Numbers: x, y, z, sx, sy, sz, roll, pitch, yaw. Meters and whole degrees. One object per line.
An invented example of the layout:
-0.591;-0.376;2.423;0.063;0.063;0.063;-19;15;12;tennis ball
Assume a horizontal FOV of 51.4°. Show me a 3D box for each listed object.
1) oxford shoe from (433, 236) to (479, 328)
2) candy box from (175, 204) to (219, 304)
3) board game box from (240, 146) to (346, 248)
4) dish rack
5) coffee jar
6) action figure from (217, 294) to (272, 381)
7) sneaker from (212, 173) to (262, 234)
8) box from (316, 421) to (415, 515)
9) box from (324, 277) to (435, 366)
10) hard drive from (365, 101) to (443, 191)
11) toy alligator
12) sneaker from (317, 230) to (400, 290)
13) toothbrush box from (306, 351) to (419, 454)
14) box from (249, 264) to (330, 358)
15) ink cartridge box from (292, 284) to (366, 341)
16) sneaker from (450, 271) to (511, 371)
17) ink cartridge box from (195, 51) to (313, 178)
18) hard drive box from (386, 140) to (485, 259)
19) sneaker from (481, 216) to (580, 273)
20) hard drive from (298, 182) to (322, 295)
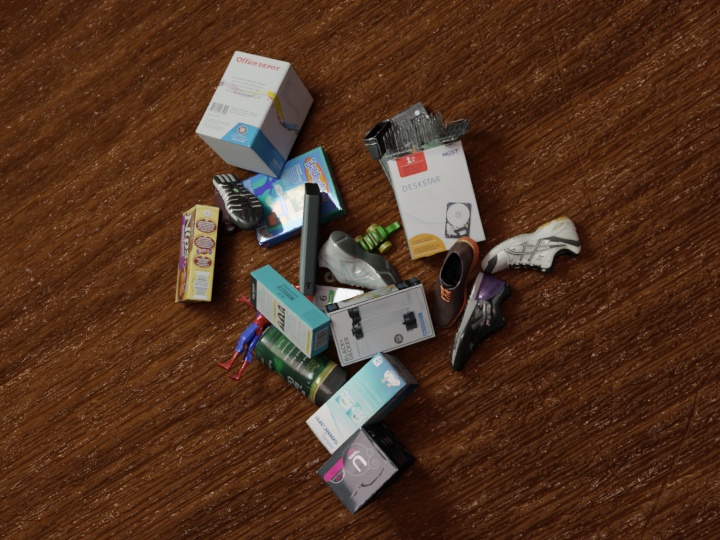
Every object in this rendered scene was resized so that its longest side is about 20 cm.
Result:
0.171;0.032;1.463;0.071;0.072;0.203;25;122;24;oxford shoe
-0.353;-0.032;1.616;0.056;0.116;0.203;6;82;-27;candy box
-0.146;-0.158;1.622;0.198;0.045;0.154;-21;76;11;board game box
0.116;-0.274;1.479;0.197;0.154;0.055;-10;112;19;dish rack
-0.117;0.197;1.525;0.199;0.105;0.086;34;65;14;coffee jar
-0.242;0.127;1.580;0.098;0.066;0.201;10;57;41;action figure
-0.266;-0.114;1.608;0.201;0.075;0.117;55;142;46;sneaker
0.016;0.369;1.420;0.122;0.200;0.106;-45;75;3;box
0.037;0.101;1.481;0.197;0.060;0.118;-16;105;-5;box
0.113;-0.235;1.572;0.138;0.038;0.202;-29;75;8;hard drive
-0.001;-0.040;1.562;0.199;0.054;0.060;-37;74;6;toy alligator
0.000;0.000;1.527;0.199;0.071;0.080;35;125;-17;sneaker
0.008;0.260;1.468;0.200;0.146;0.085;-45;74;5;toothbrush box
-0.143;0.079;1.487;0.049;0.083;0.199;-27;51;-34;box
-0.089;0.087;1.567;0.197;0.050;0.111;7;84;14;ink cartridge box
0.239;0.110;1.472;0.086;0.076;0.203;19;86;11;sneaker
-0.220;-0.331;1.592;0.145;0.146;0.202;19;77;25;ink cartridge box
0.150;-0.141;1.494;0.154;0.077;0.203;-16;97;7;hard drive box
0.336;-0.029;1.465;0.198;0.076;0.089;-25;76;10;sneaker
-0.102;-0.067;1.516;0.032;0.140;0.203;3;106;-6;hard drive
